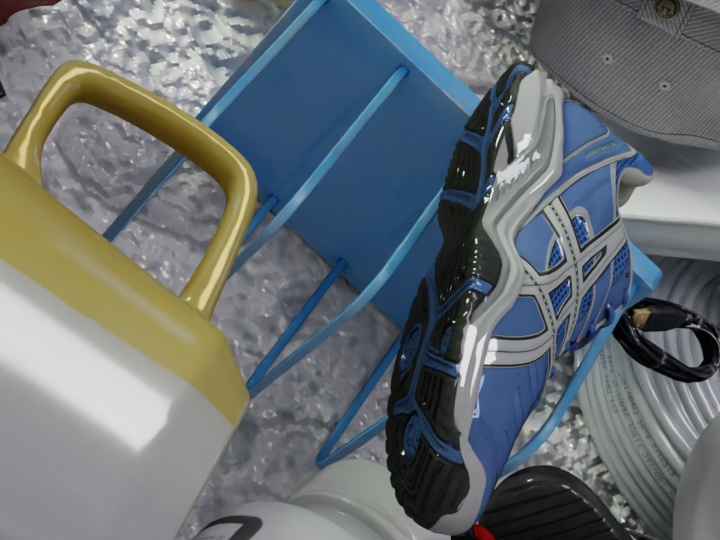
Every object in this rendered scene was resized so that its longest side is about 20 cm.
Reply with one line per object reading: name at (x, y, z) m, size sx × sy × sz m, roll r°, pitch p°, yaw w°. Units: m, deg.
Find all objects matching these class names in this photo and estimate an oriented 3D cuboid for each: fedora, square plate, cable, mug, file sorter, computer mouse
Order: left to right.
mug at (-0.115, 0.029, 0.605) m, size 0.153 × 0.187 × 0.149 m, roll 30°, pitch 9°, yaw -1°
file sorter at (0.000, 0.000, 0.757) m, size 0.200 × 0.139 × 0.123 m, roll 42°, pitch 51°, yaw -7°
square plate at (0.139, -0.046, 0.885) m, size 0.197 × 0.029 × 0.200 m, roll 5°, pitch 20°, yaw -29°
fedora at (0.175, -0.124, 0.958) m, size 0.199 × 0.091 × 0.177 m, roll 22°, pitch 16°, yaw -1°
cable at (0.205, 0.067, 0.907) m, size 0.200 × 0.069 × 0.200 m, roll 50°, pitch 47°, yaw 2°
computer mouse at (0.193, 0.020, 0.842) m, size 0.199 × 0.034 × 0.059 m, roll -7°, pitch 68°, yaw -46°

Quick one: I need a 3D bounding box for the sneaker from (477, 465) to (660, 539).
sneaker at (0.103, 0.146, 0.760) m, size 0.089 × 0.074 × 0.201 m, roll -80°, pitch 149°, yaw -51°

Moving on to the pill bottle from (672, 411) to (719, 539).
pill bottle at (0.255, 0.129, 0.788) m, size 0.199 × 0.113 × 0.114 m, roll 15°, pitch 55°, yaw -22°

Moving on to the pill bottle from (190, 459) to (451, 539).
pill bottle at (-0.044, 0.157, 0.643) m, size 0.111 × 0.111 × 0.200 m, roll 50°, pitch 47°, yaw 1°

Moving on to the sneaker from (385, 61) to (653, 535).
sneaker at (0.065, 0.011, 0.657) m, size 0.077 × 0.076 × 0.201 m, roll 25°, pitch 61°, yaw -12°

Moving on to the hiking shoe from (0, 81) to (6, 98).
hiking shoe at (-0.234, -0.044, 0.637) m, size 0.199 × 0.101 × 0.076 m, roll -18°, pitch 74°, yaw -41°

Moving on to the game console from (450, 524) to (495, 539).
game console at (0.038, 0.231, 0.650) m, size 0.173 × 0.118 × 0.201 m, roll -107°, pitch 175°, yaw -53°

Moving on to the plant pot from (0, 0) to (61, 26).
plant pot at (-0.188, -0.209, 0.688) m, size 0.195 × 0.200 × 0.202 m, roll 44°, pitch 35°, yaw -54°

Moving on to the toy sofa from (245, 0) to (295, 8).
toy sofa at (-0.008, -0.234, 0.882) m, size 0.097 × 0.083 × 0.201 m, roll 24°, pitch 73°, yaw -13°
